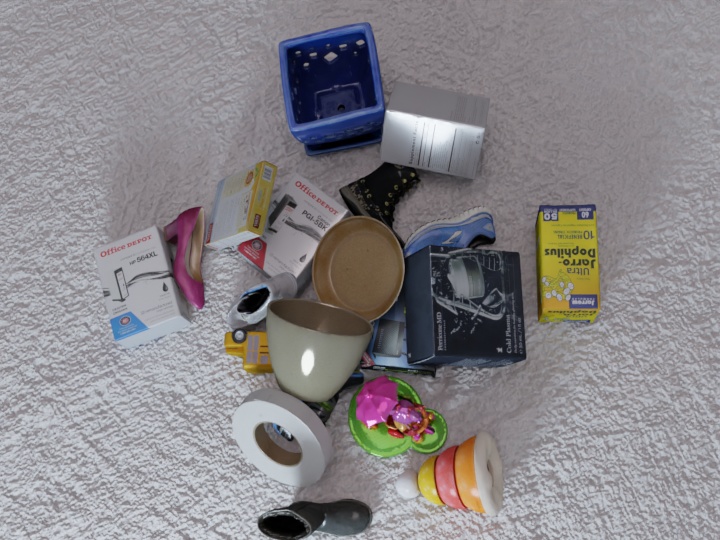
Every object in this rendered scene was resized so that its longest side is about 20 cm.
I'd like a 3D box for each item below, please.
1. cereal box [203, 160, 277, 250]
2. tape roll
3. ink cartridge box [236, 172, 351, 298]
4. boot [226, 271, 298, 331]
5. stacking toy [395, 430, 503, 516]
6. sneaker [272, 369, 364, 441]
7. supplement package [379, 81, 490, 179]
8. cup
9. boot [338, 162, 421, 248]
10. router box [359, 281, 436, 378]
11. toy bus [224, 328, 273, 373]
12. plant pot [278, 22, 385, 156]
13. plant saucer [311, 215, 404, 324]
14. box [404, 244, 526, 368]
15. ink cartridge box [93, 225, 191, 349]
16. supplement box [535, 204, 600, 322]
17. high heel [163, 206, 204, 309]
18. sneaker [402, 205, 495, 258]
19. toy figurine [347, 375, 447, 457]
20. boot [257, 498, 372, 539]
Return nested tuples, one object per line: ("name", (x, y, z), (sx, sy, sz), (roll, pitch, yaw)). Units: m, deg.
("cereal box", (-0.241, -0.126, 1.770), (0.039, 0.198, 0.147), (20, 73, -31))
("tape roll", (-0.144, 0.306, 1.624), (0.199, 0.206, 0.037), (25, 41, 14))
("ink cartridge box", (-0.129, -0.070, 1.783), (0.146, 0.083, 0.201), (35, 81, 16))
("boot", (-0.213, 0.065, 1.703), (0.199, 0.095, 0.075), (-35, 79, 33))
("stacking toy", (0.153, 0.375, 1.610), (0.195, 0.146, 0.150), (-11, 72, 20))
("sneaker", (-0.076, 0.254, 1.698), (0.197, 0.071, 0.084), (-33, 92, -5))
("supplement package", (0.147, -0.279, 1.763), (0.195, 0.122, 0.122), (12, 40, 6))
("cup", (-0.085, 0.151, 1.609), (0.196, 0.200, 0.147), (15, 103, 11))
("boot", (0.064, -0.140, 1.769), (0.153, 0.074, 0.204), (-37, 53, -6))
("router box", (0.083, 0.096, 1.719), (0.146, 0.062, 0.205), (5, 74, 7))
("toy bus", (-0.165, 0.157, 1.732), (0.195, 0.065, 0.080), (-1, 75, 6))
("plant pot", (-0.049, -0.353, 1.806), (0.195, 0.180, 0.205), (-11, 72, 4))
("plant saucer", (0.000, 0.000, 1.695), (0.196, 0.035, 0.206), (-2, 86, 26))
("box", (0.190, 0.070, 1.638), (0.192, 0.124, 0.205), (3, 76, -21))
("ink cartridge box", (-0.440, 0.033, 1.791), (0.143, 0.084, 0.204), (-20, 73, 0))
("supplement box", (0.391, -0.012, 1.688), (0.106, 0.110, 0.205), (-1, 74, 7))
("high heel", (-0.330, -0.027, 1.795), (0.095, 0.067, 0.204), (-28, 65, 16))
("sneaker", (0.175, -0.053, 1.744), (0.196, 0.079, 0.091), (-21, 70, 0))
("toy figurine", (0.062, 0.261, 1.610), (0.196, 0.184, 0.153), (19, 77, 11))
("boot", (-0.075, 0.438, 1.566), (0.177, 0.200, 0.074), (-4, 73, 6))
